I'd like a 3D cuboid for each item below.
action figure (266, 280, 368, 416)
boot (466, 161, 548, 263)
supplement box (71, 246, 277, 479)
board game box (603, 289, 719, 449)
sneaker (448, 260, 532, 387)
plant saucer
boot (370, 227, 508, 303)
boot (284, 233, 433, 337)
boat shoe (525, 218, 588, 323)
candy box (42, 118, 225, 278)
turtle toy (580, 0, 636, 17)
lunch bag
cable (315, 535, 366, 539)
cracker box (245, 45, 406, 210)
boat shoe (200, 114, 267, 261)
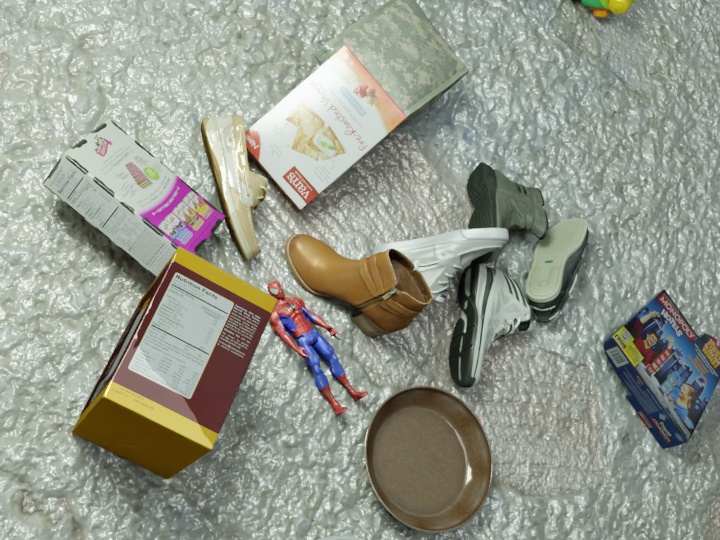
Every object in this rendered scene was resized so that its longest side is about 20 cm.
[{"bbox_3d":[-0.065,0.098,1.422,0.065,0.052,0.200,-34,86,-29],"label":"action figure"},{"bbox_3d":[0.234,-0.077,1.604,0.130,0.068,0.200,22,45,-18],"label":"boot"},{"bbox_3d":[-0.221,0.114,1.245,0.133,0.197,0.200,29,61,-13],"label":"supplement box"},{"bbox_3d":[0.498,0.143,1.681,0.200,0.062,0.200,-34,88,-33],"label":"board game box"},{"bbox_3d":[0.200,0.088,1.542,0.115,0.076,0.201,20,61,-17],"label":"sneaker"},{"bbox_3d":[0.089,0.259,1.444,0.200,0.037,0.201,9,68,-24],"label":"plant saucer"},{"bbox_3d":[0.117,-0.001,1.497,0.199,0.074,0.096,-10,80,15],"label":"boot"},{"bbox_3d":[0.000,0.000,1.426,0.200,0.155,0.074,40,59,-8],"label":"boot"},{"bbox_3d":[0.311,-0.005,1.651,0.200,0.072,0.068,-59,138,-37],"label":"boat shoe"},{"bbox_3d":[-0.284,-0.088,1.339,0.200,0.061,0.136,41,27,-8],"label":"candy box"},{"bbox_3d":[0.407,-0.530,1.865,0.200,0.101,0.146,33,60,-12],"label":"turtle toy"},{"bbox_3d":[0.037,-0.298,1.581,0.200,0.118,0.164,-39,93,-37],"label":"lunch bag"},{"bbox_3d":[-0.027,0.432,1.301,0.200,0.069,0.200,29,60,-16],"label":"cable"},{"bbox_3d":[-0.053,-0.198,1.478,0.200,0.058,0.134,-41,93,0],"label":"cracker box"},{"bbox_3d":[-0.158,-0.115,1.418,0.069,0.074,0.201,-16,93,-12],"label":"boat shoe"}]
